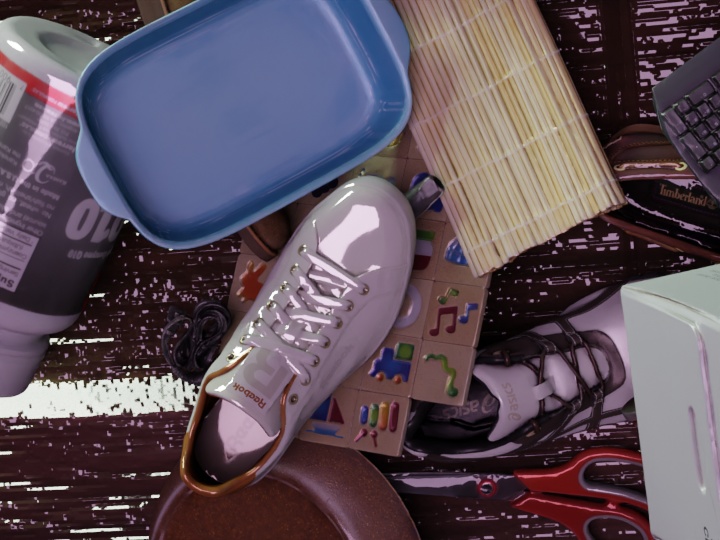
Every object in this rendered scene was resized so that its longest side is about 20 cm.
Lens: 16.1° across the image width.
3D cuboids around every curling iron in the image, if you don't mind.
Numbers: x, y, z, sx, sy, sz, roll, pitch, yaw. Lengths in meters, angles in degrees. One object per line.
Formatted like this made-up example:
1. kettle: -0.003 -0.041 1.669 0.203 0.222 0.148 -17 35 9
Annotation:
1. curling iron: -0.034 0.006 1.424 0.200 0.026 0.050 -32 117 22

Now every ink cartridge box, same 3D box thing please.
1. ink cartridge box: 0.252 0.065 1.279 0.200 0.145 0.145 -11 101 -15

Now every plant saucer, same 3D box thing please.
1. plant saucer: -0.051 0.186 1.481 0.200 0.034 0.200 5 100 31

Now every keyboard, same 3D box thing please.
1. keyboard: 0.263 -0.098 1.350 0.200 0.021 0.127 -36 88 -7

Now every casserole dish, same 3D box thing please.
1. casserole dish: -0.066 -0.091 1.396 0.200 0.039 0.121 -29 93 -16

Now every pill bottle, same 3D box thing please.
1. pill bottle: -0.195 -0.035 1.469 0.114 0.114 0.200 29 105 8

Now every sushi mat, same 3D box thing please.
1. sushi mat: 0.067 -0.101 1.404 0.096 0.012 0.200 -30 68 18

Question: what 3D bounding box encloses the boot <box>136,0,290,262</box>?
1. boot: -0.068 -0.106 1.444 0.075 0.074 0.200 -20 84 6

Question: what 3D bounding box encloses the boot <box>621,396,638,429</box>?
1. boot: 0.253 0.138 1.395 0.186 0.064 0.200 -14 99 -1

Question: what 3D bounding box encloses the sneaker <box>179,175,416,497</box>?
1. sneaker: -0.033 0.043 1.377 0.073 0.085 0.200 30 104 4

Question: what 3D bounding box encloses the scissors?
1. scissors: 0.086 0.118 1.459 0.200 0.014 0.073 16 110 2

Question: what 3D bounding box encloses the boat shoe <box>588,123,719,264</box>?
1. boat shoe: 0.220 -0.026 1.385 0.200 0.070 0.070 12 113 12

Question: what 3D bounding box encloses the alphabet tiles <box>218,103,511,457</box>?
1. alphabet tiles: 0.000 0.000 1.434 0.166 0.006 0.200 7 82 32

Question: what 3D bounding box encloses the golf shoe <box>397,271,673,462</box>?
1. golf shoe: 0.111 0.064 1.418 0.200 0.094 0.078 -25 92 16
